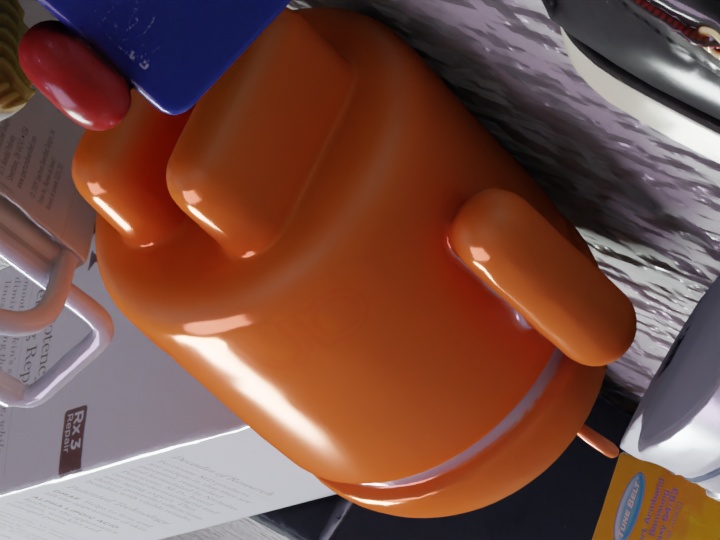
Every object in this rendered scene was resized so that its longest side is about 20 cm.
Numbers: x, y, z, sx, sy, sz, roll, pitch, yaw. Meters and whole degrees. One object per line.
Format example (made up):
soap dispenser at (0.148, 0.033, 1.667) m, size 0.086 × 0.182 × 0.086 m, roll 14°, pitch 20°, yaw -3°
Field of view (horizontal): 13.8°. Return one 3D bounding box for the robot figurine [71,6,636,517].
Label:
robot figurine at (-0.001, -0.001, 0.897) m, size 0.200 × 0.144 × 0.117 m, roll 44°, pitch -156°, yaw -41°

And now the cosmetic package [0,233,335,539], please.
cosmetic package at (-0.068, 0.037, 1.082) m, size 0.074 × 0.102 × 0.200 m, roll 24°, pitch 150°, yaw -36°

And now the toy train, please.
toy train at (-0.111, -0.132, 0.785) m, size 0.200 × 0.085 × 0.116 m, roll 42°, pitch -177°, yaw -23°

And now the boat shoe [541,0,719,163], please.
boat shoe at (0.115, -0.034, 0.466) m, size 0.201 × 0.074 × 0.063 m, roll 24°, pitch 158°, yaw 25°

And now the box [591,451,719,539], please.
box at (0.164, 0.103, 0.962) m, size 0.119 × 0.042 × 0.200 m, roll 20°, pitch 176°, yaw -27°

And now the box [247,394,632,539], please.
box at (0.007, 0.066, 1.166) m, size 0.148 × 0.104 × 0.200 m, roll 33°, pitch 173°, yaw -36°

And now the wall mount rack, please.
wall mount rack at (-0.148, -0.051, 0.945) m, size 0.174 × 0.075 × 0.200 m, roll 38°, pitch -148°, yaw -22°

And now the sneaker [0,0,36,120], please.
sneaker at (-0.149, -0.085, 0.874) m, size 0.075 × 0.090 × 0.200 m, roll 50°, pitch -165°, yaw -26°

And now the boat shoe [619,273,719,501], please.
boat shoe at (0.118, 0.036, 0.835) m, size 0.065 × 0.074 × 0.200 m, roll 30°, pitch 180°, yaw 4°
